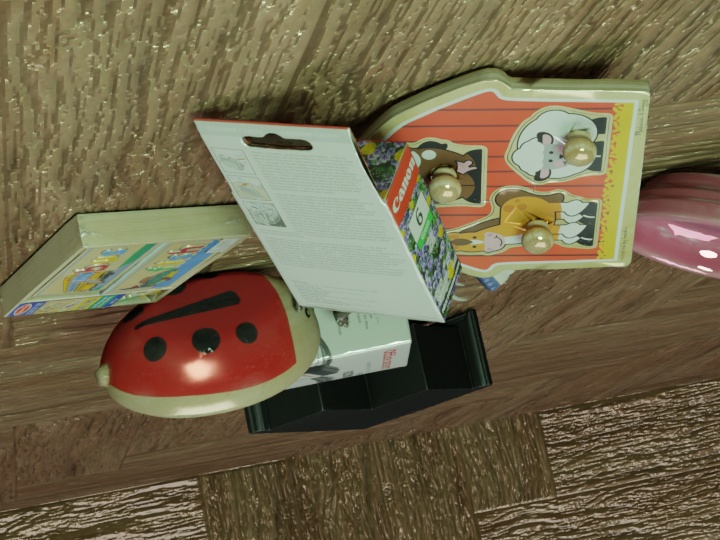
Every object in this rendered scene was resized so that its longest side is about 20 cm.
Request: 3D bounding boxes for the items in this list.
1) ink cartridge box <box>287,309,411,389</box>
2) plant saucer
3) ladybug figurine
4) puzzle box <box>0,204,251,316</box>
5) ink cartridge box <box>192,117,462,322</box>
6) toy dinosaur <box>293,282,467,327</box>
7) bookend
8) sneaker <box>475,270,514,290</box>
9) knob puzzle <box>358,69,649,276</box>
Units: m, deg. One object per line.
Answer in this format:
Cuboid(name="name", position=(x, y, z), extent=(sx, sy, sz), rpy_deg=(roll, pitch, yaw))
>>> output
Cuboid(name="ink cartridge box", position=(-0.057, 0.060, 1.555), extent=(0.200, 0.084, 0.145), rpy_deg=(-11, 168, -3))
Cuboid(name="plant saucer", position=(0.313, -0.036, 1.409), extent=(0.200, 0.051, 0.201), rpy_deg=(14, 171, 2))
Cuboid(name="ladybug figurine", position=(-0.127, 0.055, 1.394), extent=(0.200, 0.136, 0.072), rpy_deg=(-19, 136, -25))
Cuboid(name="puzzle box", position=(-0.182, -0.006, 1.257), extent=(0.133, 0.025, 0.200), rpy_deg=(-5, 167, -29))
Cuboid(name="ink cartridge box", position=(-0.016, -0.045, 1.039), extent=(0.109, 0.050, 0.200), rpy_deg=(6, 147, 25))
Cuboid(name="toy dinosaur", position=(0.000, 0.000, 1.406), extent=(0.102, 0.077, 0.200), rpy_deg=(-29, 158, 19))
Cuboid(name="bookend", position=(0.003, 0.112, 1.851), extent=(0.199, 0.092, 0.200), rpy_deg=(-23, 163, 38))
Cuboid(name="sneaker", position=(0.087, -0.057, 1.222), extent=(0.088, 0.075, 0.200), rpy_deg=(-42, 156, 3))
Cuboid(name="knob puzzle", position=(0.081, -0.051, 1.079), extent=(0.219, 0.031, 0.220), rpy_deg=(1, 144, 1))
